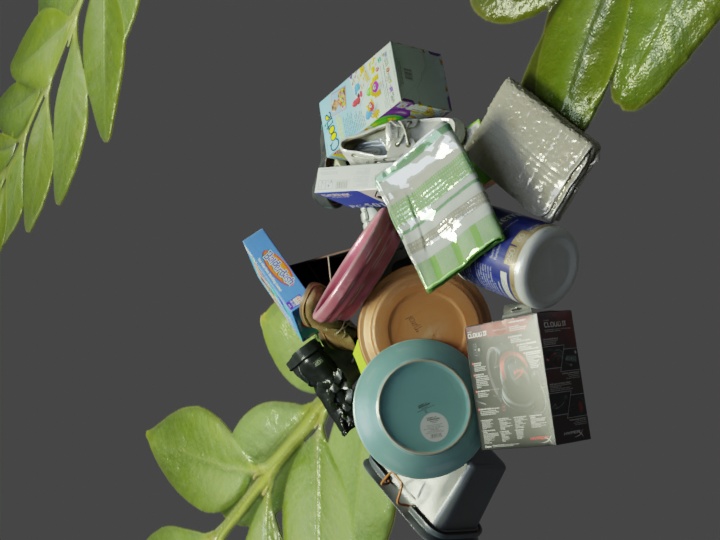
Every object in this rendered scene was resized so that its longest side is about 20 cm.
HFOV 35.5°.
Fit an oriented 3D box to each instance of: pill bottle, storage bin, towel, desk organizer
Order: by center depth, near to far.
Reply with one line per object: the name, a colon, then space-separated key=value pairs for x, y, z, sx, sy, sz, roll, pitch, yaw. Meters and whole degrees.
towel: x=0.105 y=-0.089 z=1.557 sx=0.149 sy=0.031 sz=0.200 roll=-39 pitch=59 yaw=30
towel: x=0.237 y=-0.167 z=1.564 sx=0.200 sy=0.034 sz=0.133 roll=48 pitch=118 yaw=36
pill bottle: x=0.197 y=-0.027 z=1.569 sx=0.200 sy=0.115 sz=0.116 roll=23 pitch=109 yaw=49
storage bin: x=0.112 y=0.294 z=1.684 sx=0.200 sy=0.145 sz=0.135 roll=44 pitch=114 yaw=42
desk organizer: x=-0.040 y=0.010 z=1.909 sx=0.200 sy=0.077 sz=0.072 roll=-14 pitch=80 yaw=52

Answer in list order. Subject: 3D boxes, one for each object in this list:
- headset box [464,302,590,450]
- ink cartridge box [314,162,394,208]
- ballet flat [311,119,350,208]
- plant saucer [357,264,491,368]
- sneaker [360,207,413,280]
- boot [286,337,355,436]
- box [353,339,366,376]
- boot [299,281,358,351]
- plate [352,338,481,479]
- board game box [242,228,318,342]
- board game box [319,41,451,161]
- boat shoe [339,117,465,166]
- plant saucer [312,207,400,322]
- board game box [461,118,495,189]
headset box: x=0.229 y=0.144 z=1.565 sx=0.148 sy=0.075 sz=0.201 roll=-17 pitch=78 yaw=51
ink cartridge box: x=0.035 y=-0.129 z=1.708 sx=0.200 sy=0.094 sz=0.044 roll=1 pitch=78 yaw=41
ballet flat: x=-0.035 y=-0.193 z=1.904 sx=0.073 sy=0.073 sz=0.201 roll=42 pitch=129 yaw=43
plant saucer: x=0.096 y=0.088 z=1.648 sx=0.032 sy=0.200 sz=0.201 roll=124 pitch=140 yaw=-81
sneaker: x=0.065 y=-0.054 z=1.790 sx=0.115 sy=0.075 sz=0.201 roll=-4 pitch=87 yaw=38
boot: x=-0.052 y=0.202 z=1.923 sx=0.163 sy=0.073 sz=0.198 roll=54 pitch=171 yaw=5
box: x=0.037 y=0.146 z=1.766 sx=0.200 sy=0.048 sz=0.122 roll=106 pitch=145 yaw=-66
boot: x=-0.041 y=0.080 z=1.846 sx=0.075 sy=0.200 sz=0.074 roll=21 pitch=72 yaw=27
plate: x=0.089 y=0.195 z=1.597 sx=0.026 sy=0.199 sz=0.201 roll=119 pitch=141 yaw=-75
board game box: x=-0.133 y=0.029 z=1.939 sx=0.152 sy=0.045 sz=0.200 roll=54 pitch=171 yaw=16
board game box: x=0.036 y=-0.258 z=1.774 sx=0.200 sy=0.103 sz=0.105 roll=-31 pitch=60 yaw=48
boat shoe: x=0.059 y=-0.194 z=1.695 sx=0.199 sy=0.069 sz=0.071 roll=-13 pitch=62 yaw=28
plant saucer: x=0.000 y=0.000 z=1.697 sx=0.051 sy=0.201 sz=0.201 roll=33 pitch=129 yaw=-4
board game box: x=0.130 y=-0.140 z=1.710 sx=0.200 sy=0.030 sz=0.096 roll=-31 pitch=66 yaw=39
